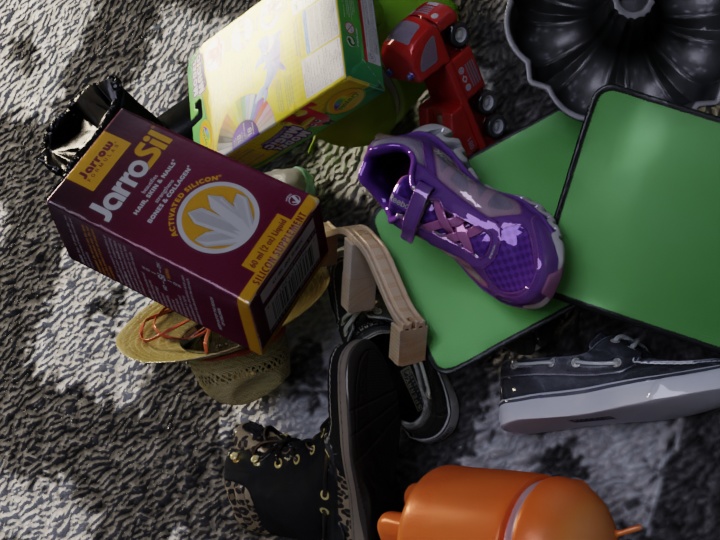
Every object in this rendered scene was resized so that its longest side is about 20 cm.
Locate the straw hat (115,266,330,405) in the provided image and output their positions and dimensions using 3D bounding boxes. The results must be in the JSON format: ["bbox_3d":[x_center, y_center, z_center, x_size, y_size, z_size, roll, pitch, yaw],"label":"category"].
[{"bbox_3d":[-0.108,0.069,1.217,0.199,0.201,0.086,-7,112,26],"label":"straw hat"}]

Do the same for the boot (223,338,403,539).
[{"bbox_3d":[-0.041,0.147,1.132,0.149,0.073,0.203,7,115,35],"label":"boot"}]

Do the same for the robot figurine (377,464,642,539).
[{"bbox_3d":[0.106,0.208,1.027,0.198,0.143,0.118,-2,78,41],"label":"robot figurine"}]

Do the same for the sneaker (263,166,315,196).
[{"bbox_3d":[-0.148,-0.051,1.251,0.198,0.140,0.079,-29,61,18],"label":"sneaker"}]

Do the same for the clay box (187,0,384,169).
[{"bbox_3d":[-0.067,-0.161,1.133,0.199,0.047,0.117,-26,63,43],"label":"clay box"}]

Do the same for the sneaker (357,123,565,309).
[{"bbox_3d":[0.067,-0.040,1.032,0.200,0.088,0.081,45,119,36],"label":"sneaker"}]

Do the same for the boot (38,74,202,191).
[{"bbox_3d":[-0.197,-0.137,1.295,0.199,0.162,0.073,-48,59,6],"label":"boot"}]

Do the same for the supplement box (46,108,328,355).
[{"bbox_3d":[-0.138,-0.033,1.121,0.198,0.086,0.111,25,63,18],"label":"supplement box"}]

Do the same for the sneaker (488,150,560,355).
[{"bbox_3d":[0.135,-0.027,1.133,0.088,0.077,0.202,-3,55,58],"label":"sneaker"}]

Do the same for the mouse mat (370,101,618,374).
[{"bbox_3d":[0.117,-0.027,1.078,0.198,0.008,0.162,-29,61,10],"label":"mouse mat"}]

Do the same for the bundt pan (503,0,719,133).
[{"bbox_3d":[0.205,-0.200,1.064,0.199,0.076,0.205,0,86,4],"label":"bundt pan"}]

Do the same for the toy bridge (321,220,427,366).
[{"bbox_3d":[0.000,0.000,1.122,0.200,0.027,0.068,-133,40,-54],"label":"toy bridge"}]

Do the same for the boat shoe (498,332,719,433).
[{"bbox_3d":[0.197,0.080,1.064,0.198,0.071,0.069,-12,69,33],"label":"boat shoe"}]

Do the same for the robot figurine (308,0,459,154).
[{"bbox_3d":[0.010,-0.192,1.209,0.115,0.176,0.201,29,65,14],"label":"robot figurine"}]

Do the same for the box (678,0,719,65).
[{"bbox_3d":[0.298,-0.218,1.120,0.198,0.048,0.123,18,83,33],"label":"box"}]

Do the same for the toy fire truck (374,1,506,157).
[{"bbox_3d":[0.054,-0.104,1.156,0.141,0.201,0.049,-41,33,-22],"label":"toy fire truck"}]

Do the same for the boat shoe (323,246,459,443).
[{"bbox_3d":[0.019,0.053,1.170,0.070,0.064,0.201,-39,59,12],"label":"boat shoe"}]

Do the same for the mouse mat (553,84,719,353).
[{"bbox_3d":[0.242,-0.031,1.005,0.197,0.008,0.163,19,97,10],"label":"mouse mat"}]
